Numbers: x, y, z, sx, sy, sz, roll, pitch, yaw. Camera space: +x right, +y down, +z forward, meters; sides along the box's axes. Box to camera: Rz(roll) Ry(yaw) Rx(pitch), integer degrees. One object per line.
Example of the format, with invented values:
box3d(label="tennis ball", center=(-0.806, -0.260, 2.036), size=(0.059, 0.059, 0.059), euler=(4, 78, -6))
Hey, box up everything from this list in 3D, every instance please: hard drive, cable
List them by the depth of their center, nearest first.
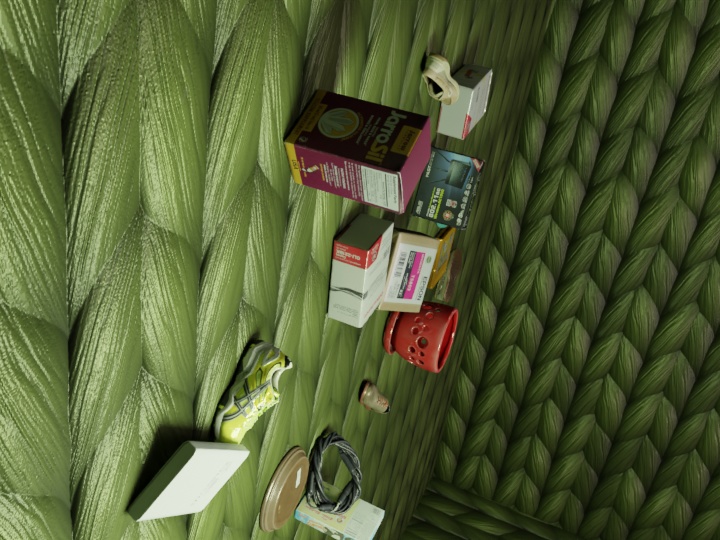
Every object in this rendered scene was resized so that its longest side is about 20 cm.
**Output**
box3d(label="hard drive", center=(-0.257, 0.322, 1.082), size=(0.132, 0.026, 0.200), euler=(-50, 160, -3))
box3d(label="cable", center=(-0.059, 0.505, 1.759), size=(0.163, 0.051, 0.201), euler=(19, 64, -32))

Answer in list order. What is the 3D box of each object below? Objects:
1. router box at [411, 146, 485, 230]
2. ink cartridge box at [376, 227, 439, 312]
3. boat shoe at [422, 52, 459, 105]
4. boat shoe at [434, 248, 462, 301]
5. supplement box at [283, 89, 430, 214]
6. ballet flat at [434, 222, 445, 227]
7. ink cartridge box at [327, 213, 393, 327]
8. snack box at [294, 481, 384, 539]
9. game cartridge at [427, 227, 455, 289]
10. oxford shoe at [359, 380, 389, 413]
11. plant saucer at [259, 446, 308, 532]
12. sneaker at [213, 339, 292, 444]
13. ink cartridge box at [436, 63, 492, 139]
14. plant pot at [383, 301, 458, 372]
box3d(label="router box", center=(0.241, -0.226, 1.927), size=(0.062, 0.149, 0.201), euler=(-13, 119, -70))
box3d(label="ink cartridge box", center=(0.099, -0.001, 1.746), size=(0.164, 0.075, 0.201), euler=(6, 102, -46))
box3d(label="boat shoe", center=(0.188, -0.445, 1.692), size=(0.065, 0.072, 0.200), euler=(-61, 159, -5))
box3d(label="boat shoe", center=(0.318, 0.013, 2.577), size=(0.073, 0.063, 0.201), euler=(22, 83, -47))
box3d(label="supplement box", center=(-0.002, -0.193, 1.131), size=(0.103, 0.199, 0.131), euler=(82, 30, -56))
box3d(label="ballet flat", center=(0.236, -0.220, 2.080), size=(0.200, 0.073, 0.073), euler=(83, 30, -42))
box3d(label="ink cartridge box", center=(0.000, 0.000, 1.523), size=(0.144, 0.084, 0.200), euler=(-50, 151, -53))
box3d(label="snack box", center=(-0.053, 0.617, 1.777), size=(0.116, 0.200, 0.037), euler=(-48, 154, -52))
box3d(label="game cartridge", center=(0.276, -0.051, 2.412), size=(0.176, 0.032, 0.201), euler=(-45, 147, -56))
box3d(label="oxford shoe", center=(0.048, 0.374, 2.055), size=(0.200, 0.075, 0.071), euler=(60, 51, -67))
box3d(label="plant saucer", center=(-0.168, 0.501, 1.600), size=(0.200, 0.029, 0.201), euler=(17, 90, -72))
box3d(label="sneaker", center=(-0.184, 0.220, 1.188), size=(0.075, 0.076, 0.200), euler=(44, 67, -73))
box3d(label="ink cartridge box", center=(0.290, -0.472, 1.945), size=(0.200, 0.083, 0.145), euler=(-50, 153, -50))
box3d(label="plant pot", center=(0.176, 0.180, 2.077), size=(0.200, 0.182, 0.201), euler=(19, 90, -73))
